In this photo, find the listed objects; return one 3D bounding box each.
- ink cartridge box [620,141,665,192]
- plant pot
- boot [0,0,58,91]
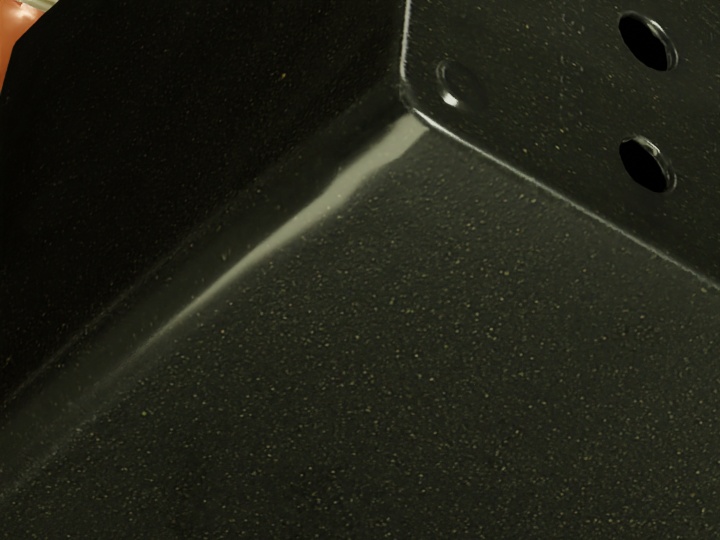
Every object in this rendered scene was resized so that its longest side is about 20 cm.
[{"bbox_3d":[0.099,-0.085,0.787,0.198,0.137,0.077,11,122,3],"label":"ink cartridge box"},{"bbox_3d":[0.021,-0.006,0.644,0.199,0.201,0.177,28,131,-20],"label":"plant pot"},{"bbox_3d":[-0.175,-0.077,0.818,0.199,0.075,0.108,21,95,35],"label":"boot"}]
